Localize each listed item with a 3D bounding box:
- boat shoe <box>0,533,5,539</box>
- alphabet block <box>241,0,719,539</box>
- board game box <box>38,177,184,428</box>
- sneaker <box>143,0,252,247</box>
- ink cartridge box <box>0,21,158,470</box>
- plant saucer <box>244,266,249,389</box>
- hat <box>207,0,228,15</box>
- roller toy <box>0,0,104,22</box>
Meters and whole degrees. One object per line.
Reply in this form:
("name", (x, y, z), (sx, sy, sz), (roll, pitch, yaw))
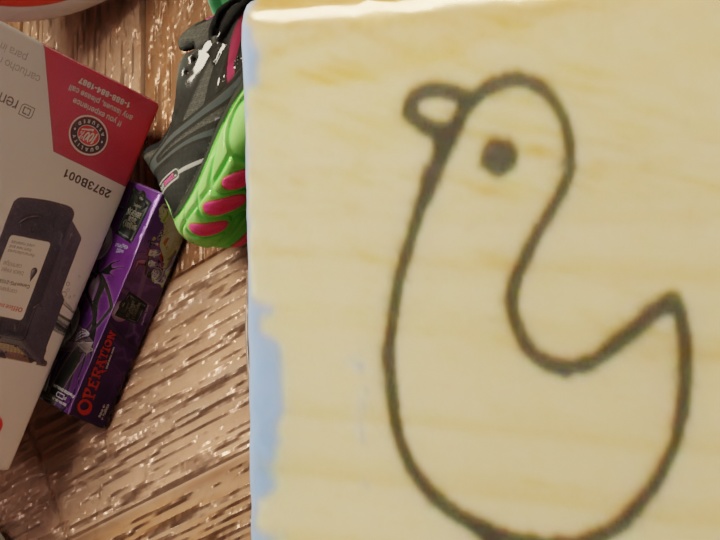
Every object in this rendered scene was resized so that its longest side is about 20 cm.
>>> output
("boat shoe", (-0.203, 0.207, 1.129), (0.072, 0.060, 0.202), (-33, 49, 34))
("alphabet block", (0.099, 0.008, 0.719), (0.199, 0.196, 0.197), (0, 93, 41))
("board game box", (-0.168, -0.003, 1.224), (0.199, 0.032, 0.121), (21, 83, 52))
("sneaker", (-0.043, -0.107, 1.075), (0.084, 0.077, 0.201), (44, 109, 31))
("ink cartridge box", (-0.208, -0.021, 1.140), (0.084, 0.144, 0.201), (15, 82, 51))
("plant saucer", (0.000, 0.000, 0.980), (0.200, 0.032, 0.202), (-175, 90, -68))
("hat", (-0.074, -0.229, 1.107), (0.165, 0.175, 0.201), (14, 82, 51))
("roller toy", (-0.183, -0.229, 1.226), (0.182, 0.200, 0.140), (-27, 50, 13))
